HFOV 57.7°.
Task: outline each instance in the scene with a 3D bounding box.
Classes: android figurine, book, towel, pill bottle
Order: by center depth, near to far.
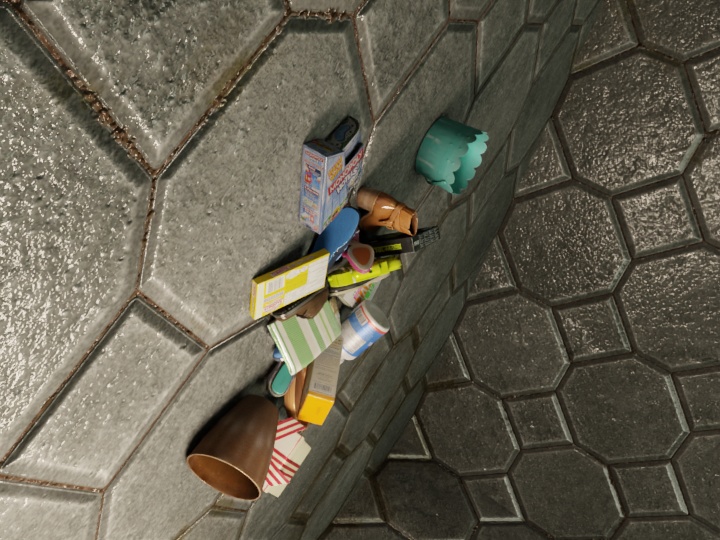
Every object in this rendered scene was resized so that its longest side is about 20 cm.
[{"bbox_3d":[-0.133,0.142,1.596,0.200,0.023,0.153,-41,115,-45],"label":"towel"},{"bbox_3d":[0.000,0.000,1.645,0.182,0.199,0.041,-134,-150,-82],"label":"android figurine"},{"bbox_3d":[-0.022,0.186,1.879,0.200,0.113,0.112,-41,167,18],"label":"pill bottle"},{"bbox_3d":[-0.005,0.043,1.891,0.134,0.048,0.200,-59,158,-8],"label":"book"}]

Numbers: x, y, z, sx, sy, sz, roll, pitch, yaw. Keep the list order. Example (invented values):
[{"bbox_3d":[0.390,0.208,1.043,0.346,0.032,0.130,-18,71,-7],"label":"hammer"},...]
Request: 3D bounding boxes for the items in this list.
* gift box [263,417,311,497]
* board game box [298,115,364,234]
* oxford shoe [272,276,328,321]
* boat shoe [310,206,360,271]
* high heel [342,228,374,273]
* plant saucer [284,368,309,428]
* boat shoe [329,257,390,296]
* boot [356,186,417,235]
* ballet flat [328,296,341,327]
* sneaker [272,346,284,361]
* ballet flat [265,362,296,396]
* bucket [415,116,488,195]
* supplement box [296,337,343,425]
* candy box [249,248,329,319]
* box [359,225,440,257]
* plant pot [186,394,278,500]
[{"bbox_3d":[-0.232,0.466,1.690,0.185,0.199,0.187,-59,161,-19],"label":"gift box"},{"bbox_3d":[-0.055,-0.211,1.340,0.200,0.061,0.200,-52,161,-24],"label":"board game box"},{"bbox_3d":[-0.131,0.084,1.528,0.200,0.072,0.085,-30,119,-52],"label":"oxford shoe"},{"bbox_3d":[-0.067,-0.070,1.523,0.200,0.084,0.069,-49,174,21],"label":"boat shoe"},{"bbox_3d":[-0.014,-0.027,1.582,0.067,0.200,0.096,-3,125,-18],"label":"high heel"},{"bbox_3d":[-0.168,0.332,1.777,0.200,0.037,0.202,-2,90,-79],"label":"plant saucer"},{"bbox_3d":[-0.011,0.017,1.762,0.199,0.063,0.073,-22,-176,-31],"label":"boat shoe"},{"bbox_3d":[0.076,-0.131,1.648,0.077,0.155,0.200,-58,162,-22],"label":"boot"},{"bbox_3d":[-0.087,0.162,1.808,0.070,0.065,0.201,-35,150,-55],"label":"ballet flat"},{"bbox_3d":[-0.153,0.150,1.644,0.200,0.066,0.079,-38,126,-37],"label":"sneaker"},{"bbox_3d":[-0.185,0.240,1.685,0.201,0.072,0.072,-57,163,-33],"label":"ballet flat"},{"bbox_3d":[0.258,-0.329,1.863,0.207,0.134,0.208,-49,158,-27],"label":"bucket"},{"bbox_3d":[-0.105,0.282,1.715,0.201,0.073,0.126,-82,-169,-45],"label":"supplement box"},{"bbox_3d":[-0.153,0.028,1.426,0.199,0.026,0.103,-25,144,-38],"label":"candy box"},{"bbox_3d":[0.091,-0.073,1.743,0.200,0.192,0.048,-24,102,-59],"label":"box"},{"bbox_3d":[-0.277,0.400,1.538,0.188,0.186,0.201,98,14,-49],"label":"plant pot"}]
